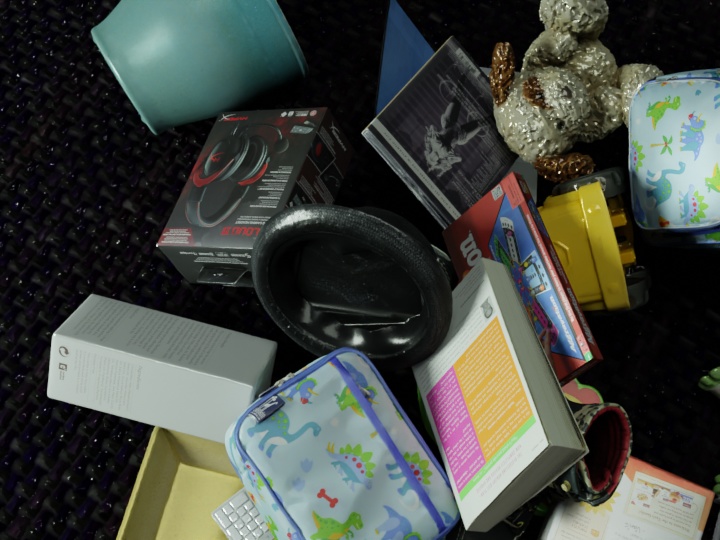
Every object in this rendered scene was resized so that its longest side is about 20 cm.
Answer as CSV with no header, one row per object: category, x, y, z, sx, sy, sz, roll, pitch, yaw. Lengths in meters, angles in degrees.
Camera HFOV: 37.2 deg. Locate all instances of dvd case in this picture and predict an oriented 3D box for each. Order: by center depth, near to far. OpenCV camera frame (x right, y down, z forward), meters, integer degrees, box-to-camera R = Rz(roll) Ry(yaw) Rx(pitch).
dvd case,0.101,-0.148,1.162,0.149,0.016,0.200,47,50,-10

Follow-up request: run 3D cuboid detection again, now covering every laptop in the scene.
laptop,0.116,-0.190,1.207,0.197,0.116,0.190,7,63,0

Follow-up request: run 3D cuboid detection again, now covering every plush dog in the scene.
plush dog,0.217,-0.193,1.185,0.171,0.160,0.201,-39,93,-26

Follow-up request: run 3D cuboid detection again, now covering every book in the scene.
book,0.109,0.109,0.951,0.048,0.134,0.202,14,43,-33

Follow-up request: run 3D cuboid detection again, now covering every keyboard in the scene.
keyboard,-0.045,0.188,1.004,0.199,0.011,0.056,-35,70,-21

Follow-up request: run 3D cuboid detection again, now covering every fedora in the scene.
fedora,0.000,0.000,1.010,0.198,0.202,0.092,23,39,8

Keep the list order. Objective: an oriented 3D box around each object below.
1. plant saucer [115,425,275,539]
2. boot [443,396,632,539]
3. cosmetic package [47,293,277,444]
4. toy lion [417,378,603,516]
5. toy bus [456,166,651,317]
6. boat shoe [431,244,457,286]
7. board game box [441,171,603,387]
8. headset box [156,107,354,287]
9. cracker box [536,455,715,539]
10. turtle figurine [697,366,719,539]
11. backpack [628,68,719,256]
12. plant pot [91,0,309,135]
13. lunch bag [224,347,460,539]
plant saucer,-0.124,0.261,0.993,0.197,0.049,0.202,14,62,3
boot,0.151,0.197,0.950,0.073,0.153,0.206,31,77,-18
cosmetic package,-0.190,0.095,1.038,0.197,0.072,0.102,14,23,4
toy lion,0.158,0.146,1.071,0.196,0.069,0.195,-1,70,-4
toy bus,0.196,-0.017,1.110,0.189,0.200,0.138,-15,93,20
boat shoe,0.009,-0.015,1.141,0.198,0.077,0.060,26,25,20
board game box,0.144,0.019,0.991,0.019,0.103,0.202,11,50,-42
headset box,-0.111,-0.068,1.118,0.147,0.075,0.202,3,58,32
cracker box,0.227,0.273,0.985,0.132,0.058,0.202,23,74,6
turtle figurine,0.398,0.168,1.025,0.197,0.145,0.196,-14,60,-15
backpack,0.361,-0.107,1.031,0.146,0.198,0.186,-3,91,-46
plant pot,-0.186,-0.254,1.188,0.187,0.200,0.201,-33,68,-3
lunch bag,-0.015,0.182,0.959,0.160,0.082,0.202,-29,83,-25
